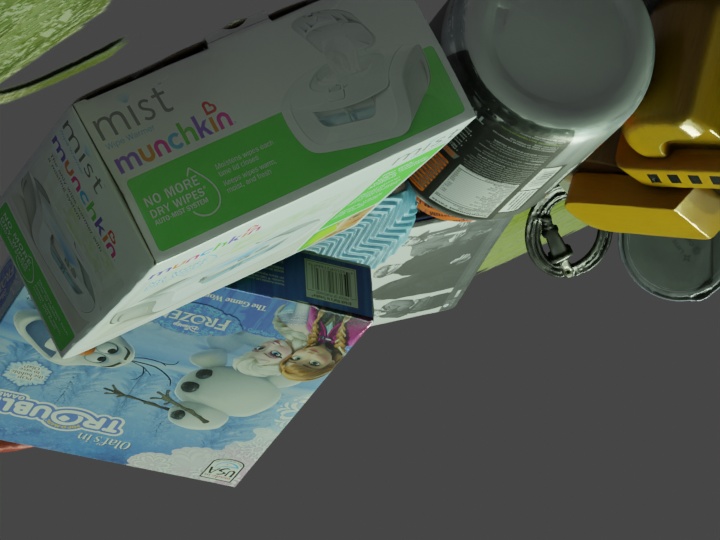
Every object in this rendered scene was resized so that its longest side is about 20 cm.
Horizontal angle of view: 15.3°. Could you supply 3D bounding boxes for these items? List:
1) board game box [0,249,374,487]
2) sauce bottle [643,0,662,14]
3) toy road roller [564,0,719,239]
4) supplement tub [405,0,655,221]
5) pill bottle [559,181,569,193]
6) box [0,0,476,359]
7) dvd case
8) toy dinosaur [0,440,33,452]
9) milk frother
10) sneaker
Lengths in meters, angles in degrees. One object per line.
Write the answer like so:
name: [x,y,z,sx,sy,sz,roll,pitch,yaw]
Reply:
board game box: [-0.124,0.045,1.549,0.199,0.044,0.199,13,143,-22]
sauce bottle: [0.155,-0.144,1.817,0.200,0.065,0.065,-34,172,18]
toy road roller: [0.190,-0.100,1.591,0.199,0.123,0.146,4,161,41]
supplement tub: [0.084,-0.103,1.567,0.122,0.123,0.200,-27,173,-21]
pill bottle: [0.235,-0.131,2.005,0.199,0.120,0.120,-27,173,-20]
box: [-0.070,-0.056,1.385,0.199,0.097,0.176,-25,174,-28]
dvd case: [0.000,0.000,1.869,0.199,0.025,0.150,-11,154,-26]
toy dinosaur: [-0.194,0.093,1.689,0.181,0.201,0.105,16,149,-8]
milk frother: [0.261,-0.033,2.578,0.200,0.181,0.188,-37,176,9]
sneaker: [-0.065,-0.024,1.589,0.199,0.081,0.077,-18,143,0]
